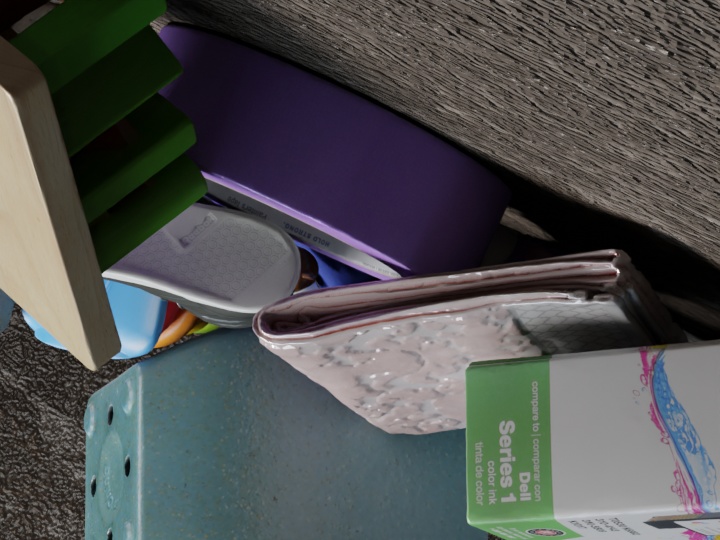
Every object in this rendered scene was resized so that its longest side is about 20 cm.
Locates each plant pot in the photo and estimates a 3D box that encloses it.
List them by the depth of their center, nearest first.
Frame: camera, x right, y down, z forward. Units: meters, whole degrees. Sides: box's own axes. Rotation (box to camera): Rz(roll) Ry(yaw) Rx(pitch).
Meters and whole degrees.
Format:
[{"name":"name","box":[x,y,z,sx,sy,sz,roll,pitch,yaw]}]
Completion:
[{"name":"plant pot","box":[-0.054,0.126,1.456,0.199,0.197,0.196,4,165,-22]}]

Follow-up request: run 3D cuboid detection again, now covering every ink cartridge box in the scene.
[{"name":"ink cartridge box","box":[0.169,0.090,1.220,0.199,0.084,0.145,-6,164,23]}]

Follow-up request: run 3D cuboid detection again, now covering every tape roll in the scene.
[{"name":"tape roll","box":[-0.025,-0.053,1.272,0.200,0.066,0.200,24,176,2]}]

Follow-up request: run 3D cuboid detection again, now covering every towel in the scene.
[{"name":"towel","box":[0.067,0.043,1.274,0.190,0.032,0.200,-8,159,18]}]

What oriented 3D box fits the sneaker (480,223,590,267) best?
[{"name":"sneaker","box":[0.113,0.023,1.390,0.088,0.081,0.200,7,175,12]}]

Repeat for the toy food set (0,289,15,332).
[{"name":"toy food set","box":[-0.240,-0.070,1.464,0.060,0.144,0.200,5,-153,-32]}]

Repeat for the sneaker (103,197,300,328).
[{"name":"sneaker","box":[-0.121,-0.018,1.333,0.199,0.071,0.099,21,171,10]}]

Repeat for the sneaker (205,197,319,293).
[{"name":"sneaker","box":[-0.141,-0.009,1.627,0.200,0.146,0.081,45,175,7]}]

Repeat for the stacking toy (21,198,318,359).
[{"name":"stacking toy","box":[-0.097,-0.002,1.477,0.116,0.110,0.200,12,-175,39]}]

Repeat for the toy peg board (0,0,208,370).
[{"name":"toy peg board","box":[-0.164,-0.092,1.147,0.199,0.098,0.200,39,155,30]}]

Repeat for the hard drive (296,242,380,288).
[{"name":"hard drive","box":[0.000,0.000,1.558,0.132,0.025,0.200,37,168,35]}]

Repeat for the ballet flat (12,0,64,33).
[{"name":"ballet flat","box":[-0.182,-0.130,1.360,0.200,0.068,0.067,31,-165,-7]}]
